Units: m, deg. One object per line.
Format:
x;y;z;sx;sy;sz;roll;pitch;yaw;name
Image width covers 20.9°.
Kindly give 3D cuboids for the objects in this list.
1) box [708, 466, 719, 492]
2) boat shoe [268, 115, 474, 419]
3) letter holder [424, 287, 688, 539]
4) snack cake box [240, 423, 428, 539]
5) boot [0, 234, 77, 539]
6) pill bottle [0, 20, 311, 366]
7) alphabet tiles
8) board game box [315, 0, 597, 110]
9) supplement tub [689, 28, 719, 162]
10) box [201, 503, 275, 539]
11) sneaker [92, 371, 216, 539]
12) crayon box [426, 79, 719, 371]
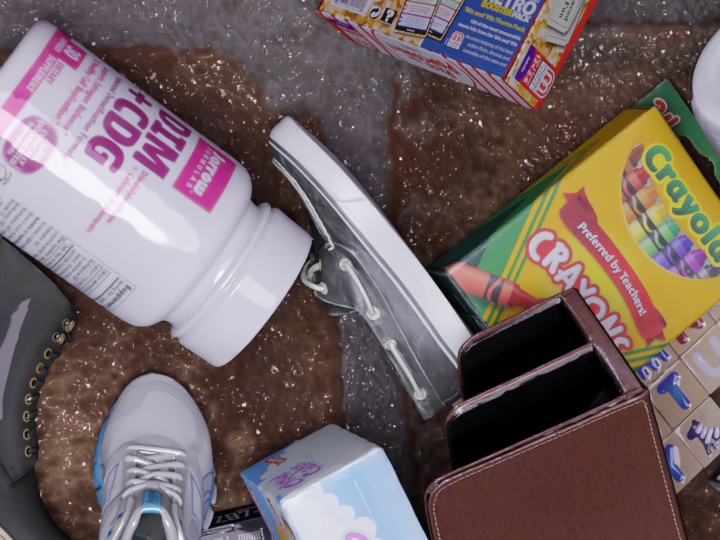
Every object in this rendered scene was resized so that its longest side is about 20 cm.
0.348;0.113;1.271;0.158;0.050;0.200;41;83;-13;box
0.000;0.000;1.166;0.064;0.071;0.200;-37;94;2;boat shoe
0.103;0.136;1.138;0.142;0.101;0.200;-25;130;-4;letter holder
0.013;0.194;1.113;0.067;0.115;0.200;-27;98;-10;snack cake box
-0.191;0.085;1.127;0.138;0.077;0.200;-43;103;-13;boot
-0.134;-0.040;1.109;0.200;0.113;0.113;36;84;-12;pill bottle
0.170;0.066;1.246;0.200;0.008;0.167;-42;101;-8;alphabet tiles
0.084;-0.210;1.140;0.046;0.151;0.200;33;84;-53;board game box
0.289;-0.064;1.181;0.123;0.122;0.200;-46;130;-8;supplement tub
-0.048;0.242;1.183;0.160;0.044;0.201;-12;96;-13;box
-0.115;0.137;1.101;0.075;0.087;0.200;4;55;-8;sneaker
0.158;-0.013;1.210;0.200;0.051;0.127;-39;101;-9;crayon box
